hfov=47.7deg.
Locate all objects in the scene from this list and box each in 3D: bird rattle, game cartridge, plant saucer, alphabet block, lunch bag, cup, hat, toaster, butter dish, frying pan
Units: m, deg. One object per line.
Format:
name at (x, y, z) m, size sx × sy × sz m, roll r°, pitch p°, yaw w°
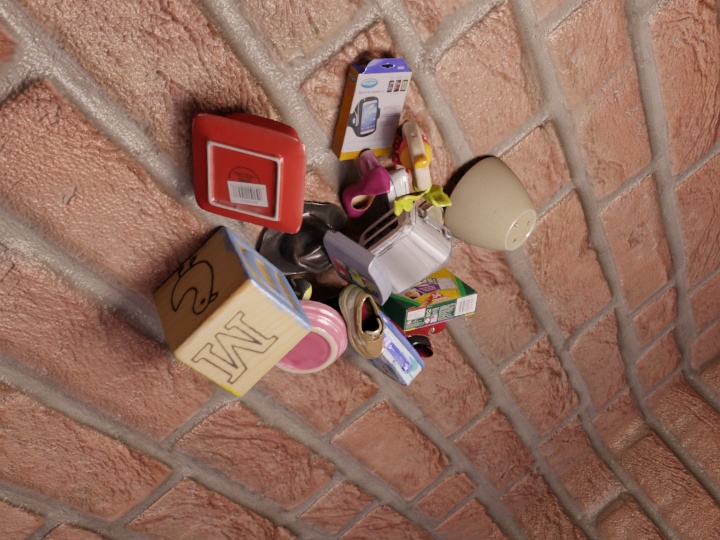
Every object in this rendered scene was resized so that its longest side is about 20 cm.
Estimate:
bird rattle at (0.110, -0.211, 1.536) m, size 0.110 × 0.204 × 0.164 m, roll -5°, pitch 151°, yaw 3°
game cartridge at (0.000, 0.000, 1.604) m, size 0.041 × 0.132 × 0.201 m, roll -55°, pitch 159°, yaw -14°
plant saucer at (-0.122, 0.147, 1.690) m, size 0.196 × 0.051 × 0.203 m, roll -2°, pitch 134°, yaw -2°
alphabet block at (-0.242, 0.078, 1.534) m, size 0.200 × 0.196 × 0.196 m, roll -43°, pitch 130°, yaw 6°
lunch bag at (0.049, 0.165, 1.846) m, size 0.083 × 0.160 × 0.201 m, roll -46°, pitch 111°, yaw -12°
cup at (0.302, -0.126, 1.788) m, size 0.199 × 0.143 × 0.203 m, roll -31°, pitch 142°, yaw -28°
hat at (-0.101, -0.042, 1.632) m, size 0.198 × 0.081 × 0.203 m, roll -21°, pitch 140°, yaw -19°
toaster at (0.083, -0.043, 1.649) m, size 0.199 × 0.115 × 0.129 m, roll -35°, pitch 119°, yaw 30°
butter dish at (-0.174, -0.191, 1.384) m, size 0.196 × 0.149 × 0.202 m, roll 14°, pitch 132°, yaw 6°
frying pan at (-0.027, 0.058, 1.754) m, size 0.113 × 0.032 × 0.189 m, roll -11°, pitch 173°, yaw -31°

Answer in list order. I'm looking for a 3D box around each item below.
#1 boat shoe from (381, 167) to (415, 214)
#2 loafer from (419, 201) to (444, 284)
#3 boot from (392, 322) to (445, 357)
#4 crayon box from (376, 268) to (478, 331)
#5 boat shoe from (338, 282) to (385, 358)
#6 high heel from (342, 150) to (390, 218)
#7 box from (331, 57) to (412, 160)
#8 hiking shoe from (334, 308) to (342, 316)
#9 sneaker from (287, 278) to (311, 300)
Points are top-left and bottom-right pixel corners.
boat shoe at (0.087, -0.128, 1.701) m, size 0.064 × 0.074 × 0.202 m, roll -25°, pitch 142°, yaw -8°
loafer at (0.142, -0.054, 1.773) m, size 0.075 × 0.068 × 0.204 m, roll 20°, pitch 88°, yaw -40°
boot at (0.163, 0.163, 1.998) m, size 0.198 × 0.145 × 0.073 m, roll 7°, pitch 124°, yaw -44°
crayon box at (0.135, 0.053, 1.835) m, size 0.197 × 0.172 × 0.059 m, roll -11°, pitch 122°, yaw -29°
boat shoe at (0.014, 0.116, 1.675) m, size 0.074 × 0.066 × 0.202 m, roll -48°, pitch 136°, yaw -25°
high heel at (0.017, -0.138, 1.590) m, size 0.066 × 0.097 × 0.201 m, roll -14°, pitch 153°, yaw -24°
box at (0.022, -0.303, 1.501) m, size 0.117 × 0.042 × 0.203 m, roll -11°, pitch 132°, yaw -31°
hiking shoe at (-0.084, 0.128, 1.794) m, size 0.099 × 0.077 × 0.200 m, roll -3°, pitch 158°, yaw -27°
sneaker at (-0.145, 0.088, 1.739) m, size 0.089 × 0.079 × 0.201 m, roll -1°, pitch 140°, yaw -37°
